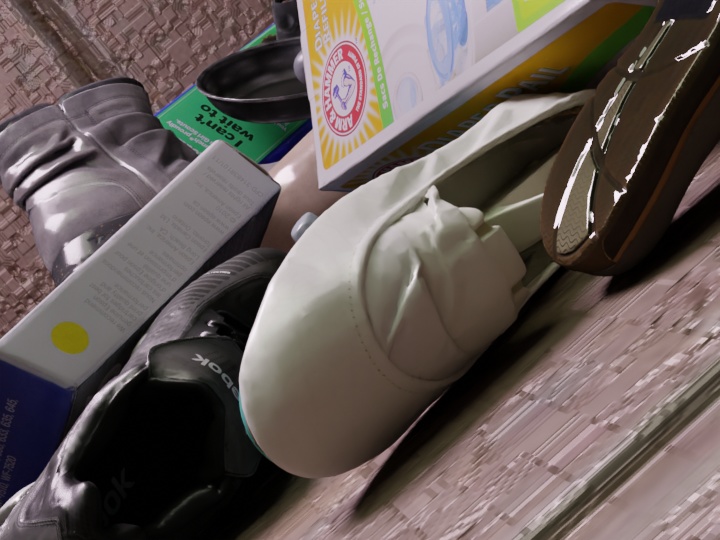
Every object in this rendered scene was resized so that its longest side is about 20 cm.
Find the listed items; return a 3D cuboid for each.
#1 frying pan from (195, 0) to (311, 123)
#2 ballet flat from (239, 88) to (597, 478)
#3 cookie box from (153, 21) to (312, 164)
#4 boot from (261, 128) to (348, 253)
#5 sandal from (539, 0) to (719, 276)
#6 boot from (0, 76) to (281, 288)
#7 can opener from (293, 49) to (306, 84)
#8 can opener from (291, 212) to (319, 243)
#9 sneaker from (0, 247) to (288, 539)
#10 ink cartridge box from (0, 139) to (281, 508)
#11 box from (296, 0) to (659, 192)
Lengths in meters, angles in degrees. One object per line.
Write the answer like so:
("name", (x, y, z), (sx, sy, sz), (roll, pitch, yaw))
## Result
("frying pan", (-0.054, -0.123, 1.117), (0.114, 0.031, 0.190), (-19, 24, -20))
("ballet flat", (0.036, -0.009, 0.591), (0.069, 0.070, 0.200), (-34, 6, 45))
("cookie box", (-0.084, -0.045, 1.184), (0.200, 0.075, 0.172), (-47, -17, -48))
("boot", (-0.072, 0.002, 0.930), (0.146, 0.070, 0.200), (-19, -27, -35))
("sandal", (0.125, -0.079, 0.547), (0.201, 0.054, 0.082), (-60, 15, -1))
("boot", (-0.098, -0.060, 1.027), (0.199, 0.132, 0.070), (-15, -38, -26))
("can opener", (0.019, -0.143, 1.036), (0.066, 0.053, 0.200), (-35, 11, 33))
("can opener", (0.000, 0.000, 0.711), (0.079, 0.063, 0.200), (-39, 7, 13))
("sneaker", (-0.058, 0.051, 0.670), (0.090, 0.066, 0.200), (-42, 7, 47))
("ink cartridge box", (-0.123, 0.067, 0.793), (0.200, 0.047, 0.198), (-49, -9, -41))
("box", (0.065, -0.109, 0.708), (0.101, 0.113, 0.200), (1, -17, -30))
